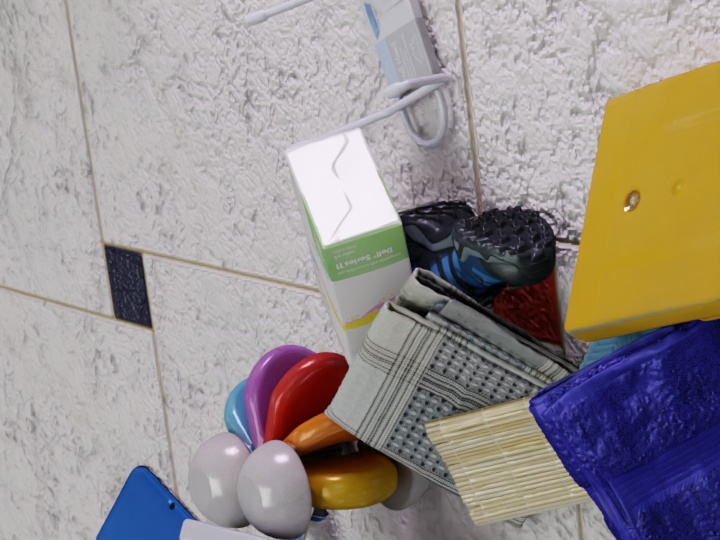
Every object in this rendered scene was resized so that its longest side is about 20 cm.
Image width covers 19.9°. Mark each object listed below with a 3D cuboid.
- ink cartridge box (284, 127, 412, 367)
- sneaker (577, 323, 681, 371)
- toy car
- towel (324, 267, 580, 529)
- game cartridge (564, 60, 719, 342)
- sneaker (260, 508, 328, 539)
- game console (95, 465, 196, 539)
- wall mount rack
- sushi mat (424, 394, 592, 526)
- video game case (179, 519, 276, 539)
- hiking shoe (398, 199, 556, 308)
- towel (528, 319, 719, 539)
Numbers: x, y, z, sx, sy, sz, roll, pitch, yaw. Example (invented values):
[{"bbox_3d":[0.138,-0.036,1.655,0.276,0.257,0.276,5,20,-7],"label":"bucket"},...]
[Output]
[{"bbox_3d":[0.000,0.000,1.640,0.201,0.067,0.117,77,173,-48],"label":"ink cartridge box"},{"bbox_3d":[0.216,0.047,1.420,0.201,0.080,0.077,-61,40,22],"label":"sneaker"},{"bbox_3d":[-0.048,0.139,1.756,0.200,0.174,0.151,1,101,56],"label":"toy car"},{"bbox_3d":[0.082,0.106,1.589,0.192,0.035,0.200,31,137,2],"label":"towel"},{"bbox_3d":[0.218,-0.049,1.336,0.200,0.032,0.177,-14,59,55],"label":"game cartridge"},{"bbox_3d":[-0.070,0.203,1.928,0.072,0.072,0.201,102,160,-79],"label":"sneaker"},{"bbox_3d":[-0.198,0.340,2.204,0.200,0.118,0.171,41,165,41],"label":"game console"},{"bbox_3d":[-0.008,-0.180,1.653,0.174,0.074,0.201,-25,81,57],"label":"wall mount rack"},{"bbox_3d":[0.142,0.137,1.545,0.199,0.012,0.096,-18,108,39],"label":"sushi mat"},{"bbox_3d":[-0.027,0.248,1.715,0.199,0.182,0.022,10,80,22],"label":"video game case"},{"bbox_3d":[0.096,-0.002,1.586,0.200,0.074,0.087,18,122,64],"label":"hiking shoe"},{"bbox_3d":[0.221,0.137,1.366,0.147,0.050,0.201,-31,98,20],"label":"towel"}]
